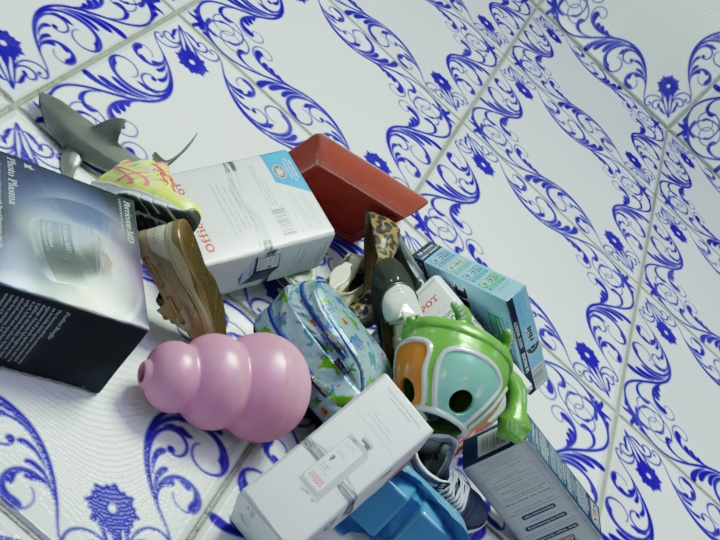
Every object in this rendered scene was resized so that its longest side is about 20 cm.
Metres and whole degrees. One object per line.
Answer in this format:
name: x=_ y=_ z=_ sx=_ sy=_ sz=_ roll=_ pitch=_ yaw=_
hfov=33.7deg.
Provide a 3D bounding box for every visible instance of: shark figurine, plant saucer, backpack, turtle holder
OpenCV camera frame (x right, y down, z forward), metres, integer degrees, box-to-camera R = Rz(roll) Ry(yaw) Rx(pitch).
shark figurine: x=-0.310 y=-0.166 z=1.542 sx=0.212 sy=0.090 sz=0.129 roll=20 pitch=39 yaw=-32
plant saucer: x=-0.032 y=-0.108 z=1.731 sx=0.198 sy=0.199 sz=0.037 roll=30 pitch=63 yaw=-22
backpack: x=-0.044 y=0.110 z=1.478 sx=0.199 sy=0.155 sz=0.163 roll=37 pitch=12 yaw=17
turtle holder: x=0.119 y=0.140 z=1.466 sx=0.186 sy=0.139 sz=0.133 roll=47 pitch=51 yaw=-41

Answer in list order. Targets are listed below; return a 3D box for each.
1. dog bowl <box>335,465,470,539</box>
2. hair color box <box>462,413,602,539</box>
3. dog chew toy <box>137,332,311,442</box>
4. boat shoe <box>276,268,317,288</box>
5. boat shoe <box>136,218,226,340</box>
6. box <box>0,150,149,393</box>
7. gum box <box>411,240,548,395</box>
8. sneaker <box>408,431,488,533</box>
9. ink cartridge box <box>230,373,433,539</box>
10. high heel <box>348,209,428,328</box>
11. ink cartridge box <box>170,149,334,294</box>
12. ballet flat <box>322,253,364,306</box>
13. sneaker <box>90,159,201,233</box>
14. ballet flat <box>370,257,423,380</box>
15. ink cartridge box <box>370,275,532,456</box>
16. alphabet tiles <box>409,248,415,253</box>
dog bowl: x=0.046 y=0.289 z=1.391 sx=0.200 sy=0.112 sz=0.050 roll=43 pitch=16 yaw=-1
hair color box: x=0.225 y=0.287 z=1.558 sx=0.201 sy=0.099 sz=0.061 roll=52 pitch=24 yaw=-24
dog chew toy: x=-0.156 y=0.127 z=1.340 sx=0.197 sy=0.125 sz=0.126 roll=10 pitch=43 yaw=-31
boat shoe: x=-0.121 y=-0.045 z=1.641 sx=0.071 sy=0.061 sz=0.203 roll=-3 pitch=55 yaw=-38
boat shoe: x=-0.206 y=0.028 z=1.388 sx=0.072 sy=0.063 sz=0.202 roll=-89 pitch=166 yaw=-54
box: x=-0.342 y=-0.003 z=1.265 sx=0.197 sy=0.123 sz=0.202 roll=21 pitch=37 yaw=-36
gum box: x=0.168 y=0.065 z=1.685 sx=0.044 sy=0.172 sz=0.199 roll=-36 pitch=37 yaw=-23
sneaker: x=0.108 y=0.264 z=1.468 sx=0.199 sy=0.108 sz=0.071 roll=33 pitch=51 yaw=-26
ink cartridge box: x=-0.033 y=0.218 z=1.257 sx=0.199 sy=0.147 sz=0.083 roll=-37 pitch=78 yaw=-22
high heel: x=0.000 y=0.000 z=1.636 sx=0.199 sy=0.071 sz=0.144 roll=-28 pitch=81 yaw=-46
ink cartridge box: x=-0.156 y=-0.061 z=1.537 sx=0.198 sy=0.086 sz=0.148 roll=-16 pitch=62 yaw=-31
ballet flat: x=-0.013 y=0.011 z=1.689 sx=0.066 sy=0.063 sz=0.200 roll=18 pitch=28 yaw=12
sneaker: x=-0.251 y=-0.095 z=1.422 sx=0.091 sy=0.198 sz=0.079 roll=-49 pitch=135 yaw=-25
ballet flat: x=0.056 y=0.082 z=1.549 sx=0.067 sy=0.068 sz=0.204 roll=-4 pitch=88 yaw=-24
ink cartridge box: x=0.116 y=0.129 z=1.614 sx=0.201 sy=0.145 sz=0.085 roll=49 pitch=5 yaw=12
alphabet tiles: x=0.156 y=0.043 z=1.922 sx=0.198 sy=0.008 sz=0.168 roll=31 pitch=33 yaw=-22
